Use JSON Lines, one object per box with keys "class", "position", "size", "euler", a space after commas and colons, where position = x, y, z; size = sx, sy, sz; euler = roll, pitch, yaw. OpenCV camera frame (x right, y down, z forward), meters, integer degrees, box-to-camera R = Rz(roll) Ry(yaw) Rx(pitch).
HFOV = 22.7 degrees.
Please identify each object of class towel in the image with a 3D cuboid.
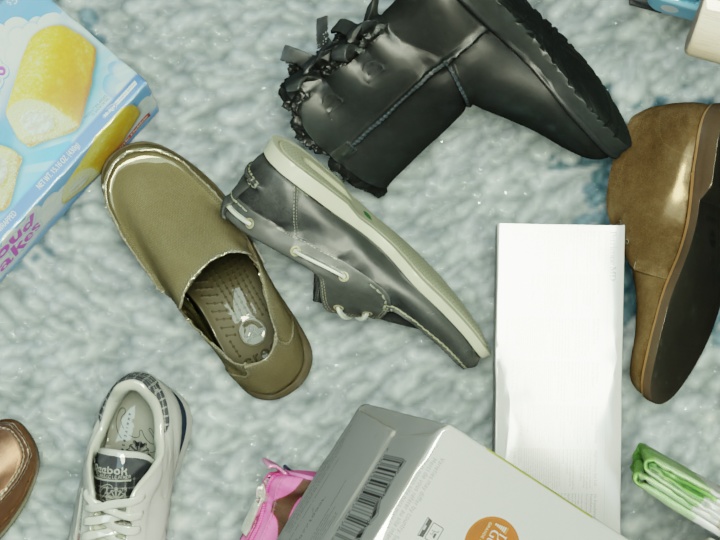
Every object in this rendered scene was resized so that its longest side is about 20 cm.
{"class": "towel", "position": [0.252, 0.168, 1.086], "size": [0.199, 0.149, 0.031], "euler": [29, 90, 8]}

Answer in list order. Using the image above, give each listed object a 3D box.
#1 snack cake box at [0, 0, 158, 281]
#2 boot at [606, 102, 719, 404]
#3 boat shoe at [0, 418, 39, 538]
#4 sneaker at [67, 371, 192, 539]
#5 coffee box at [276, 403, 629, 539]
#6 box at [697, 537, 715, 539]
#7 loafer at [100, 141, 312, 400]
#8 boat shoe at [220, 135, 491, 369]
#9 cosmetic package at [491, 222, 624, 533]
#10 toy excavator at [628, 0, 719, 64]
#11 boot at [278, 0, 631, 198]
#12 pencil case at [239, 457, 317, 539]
{"class": "snack cake box", "position": [-0.244, -0.079, 1.188], "size": [0.115, 0.067, 0.200], "euler": [40, 82, 8]}
{"class": "boot", "position": [0.196, -0.013, 1.176], "size": [0.075, 0.074, 0.201], "euler": [8, 80, 31]}
{"class": "boat shoe", "position": [-0.289, 0.168, 1.137], "size": [0.200, 0.072, 0.076], "euler": [-41, 81, -6]}
{"class": "sneaker", "position": [-0.155, 0.163, 1.131], "size": [0.076, 0.081, 0.201], "euler": [5, 80, 1]}
{"class": "coffee box", "position": [0.051, 0.212, 0.996], "size": [0.197, 0.200, 0.200], "euler": [34, 82, -10]}
{"class": "box", "position": [0.196, 0.274, 1.075], "size": [0.109, 0.128, 0.200], "euler": [31, 81, 7]}
{"class": "loafer", "position": [-0.100, -0.007, 1.169], "size": [0.076, 0.067, 0.200], "euler": [-39, 80, -6]}
{"class": "boat shoe", "position": [0.000, 0.000, 1.159], "size": [0.200, 0.072, 0.068], "euler": [40, 100, -10]}
{"class": "cosmetic package", "position": [0.125, 0.071, 1.143], "size": [0.082, 0.051, 0.201], "euler": [2, 88, 4]}
{"class": "toy excavator", "position": [0.231, -0.203, 1.133], "size": [0.099, 0.200, 0.195], "euler": [16, 79, 5]}
{"class": "boot", "position": [0.057, -0.106, 1.167], "size": [0.162, 0.073, 0.198], "euler": [-38, 115, 22]}
{"class": "pencil case", "position": [-0.056, 0.222, 1.115], "size": [0.093, 0.091, 0.201], "euler": [28, 78, -26]}
